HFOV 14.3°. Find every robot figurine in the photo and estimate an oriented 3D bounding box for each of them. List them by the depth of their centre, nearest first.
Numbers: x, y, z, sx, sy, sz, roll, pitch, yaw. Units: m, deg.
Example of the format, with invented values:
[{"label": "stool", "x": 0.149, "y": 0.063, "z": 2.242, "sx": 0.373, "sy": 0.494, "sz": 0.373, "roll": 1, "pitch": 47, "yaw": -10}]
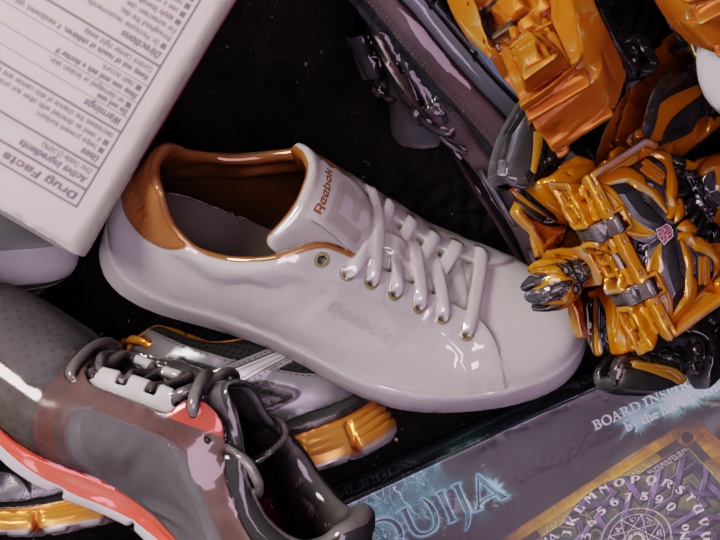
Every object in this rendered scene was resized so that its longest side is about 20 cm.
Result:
[{"label": "robot figurine", "x": 0.084, "y": -0.142, "z": 1.088, "sx": 0.145, "sy": 0.200, "sz": 0.058, "roll": -29, "pitch": 136, "yaw": 11}, {"label": "robot figurine", "x": 0.141, "y": -0.043, "z": 1.132, "sx": 0.200, "sy": 0.058, "sz": 0.145, "roll": -37, "pitch": 105, "yaw": -30}]

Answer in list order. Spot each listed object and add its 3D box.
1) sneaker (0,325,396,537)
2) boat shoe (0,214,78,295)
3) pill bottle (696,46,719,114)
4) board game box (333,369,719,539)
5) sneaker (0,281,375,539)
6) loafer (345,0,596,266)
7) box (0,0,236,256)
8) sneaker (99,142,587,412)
[{"label": "sneaker", "x": -0.089, "y": 0.062, "z": 1.176, "sx": 0.199, "sy": 0.078, "sz": 0.078, "roll": -15, "pitch": 88, "yaw": -5}, {"label": "boat shoe", "x": -0.211, "y": 0.010, "z": 1.153, "sx": 0.199, "sy": 0.071, "sz": 0.064, "roll": -4, "pitch": 111, "yaw": -3}, {"label": "pill bottle", "x": 0.229, "y": -0.052, "z": 1.084, "sx": 0.200, "sy": 0.106, "sz": 0.106, "roll": 35, "pitch": 97, "yaw": -28}, {"label": "board game box", "x": 0.088, "y": 0.120, "z": 1.223, "sx": 0.199, "sy": 0.028, "sz": 0.136, "roll": -24, "pitch": 103, "yaw": 0}, {"label": "sneaker", "x": -0.071, "y": 0.055, "z": 1.085, "sx": 0.200, "sy": 0.077, "sz": 0.082, "roll": 37, "pitch": 127, "yaw": 9}, {"label": "loafer", "x": 0.043, "y": -0.056, "z": 1.162, "sx": 0.063, "sy": 0.072, "sz": 0.200, "roll": -41, "pitch": 107, "yaw": 11}, {"label": "box", "x": -0.112, "y": -0.128, "z": 1.109, "sx": 0.128, "sy": 0.109, "sz": 0.200, "roll": 31, "pitch": 98, "yaw": -11}, {"label": "sneaker", "x": 0.000, "y": 0.000, "z": 1.124, "sx": 0.199, "sy": 0.085, "sz": 0.073, "roll": 13, "pitch": 59, "yaw": -9}]
